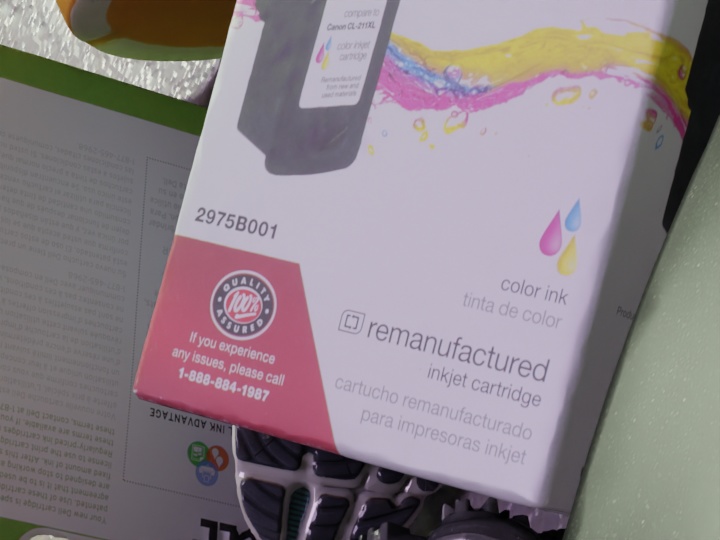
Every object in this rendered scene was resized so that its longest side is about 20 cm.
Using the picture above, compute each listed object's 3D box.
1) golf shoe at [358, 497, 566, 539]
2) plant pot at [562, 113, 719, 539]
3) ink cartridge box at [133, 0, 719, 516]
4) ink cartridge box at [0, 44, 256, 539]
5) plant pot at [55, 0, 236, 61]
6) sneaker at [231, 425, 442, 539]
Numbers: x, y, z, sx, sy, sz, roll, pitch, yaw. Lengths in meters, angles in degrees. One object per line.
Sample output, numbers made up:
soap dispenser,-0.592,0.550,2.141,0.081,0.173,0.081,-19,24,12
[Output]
golf shoe,-0.005,0.137,0.860,0.200,0.078,0.095,-35,49,50
plant pot,0.162,0.016,0.540,0.200,0.199,0.178,-44,30,41
ink cartridge box,0.037,-0.042,0.821,0.146,0.083,0.200,13,87,36
ink cartridge box,-0.096,0.040,0.985,0.076,0.148,0.200,-28,53,52
plant pot,-0.053,-0.177,0.998,0.200,0.200,0.184,-30,67,50
sneaker,0.000,0.000,0.943,0.080,0.077,0.200,127,154,-66
